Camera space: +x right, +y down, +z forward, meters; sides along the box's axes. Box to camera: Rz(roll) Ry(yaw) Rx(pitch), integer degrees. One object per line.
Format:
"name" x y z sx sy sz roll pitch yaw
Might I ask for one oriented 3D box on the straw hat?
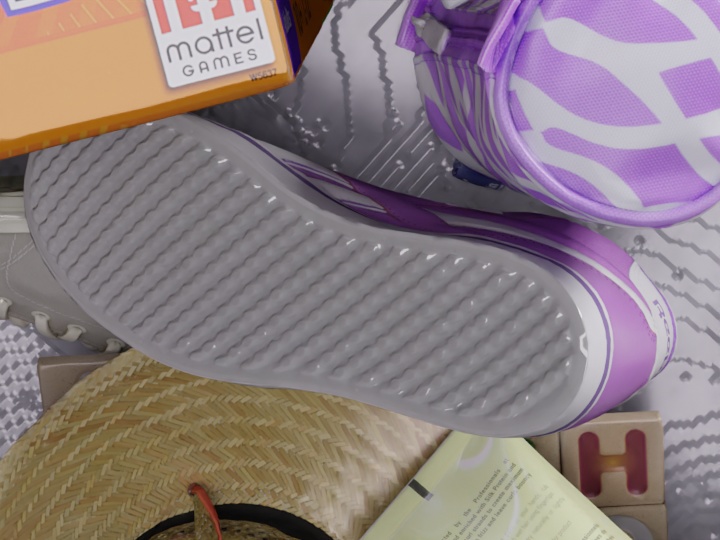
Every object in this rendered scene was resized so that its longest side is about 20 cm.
"straw hat" -0.048 0.118 0.923 0.200 0.085 0.202 6 73 -21

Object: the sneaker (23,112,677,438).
"sneaker" 0.000 0.001 0.891 0.200 0.114 0.073 23 105 23

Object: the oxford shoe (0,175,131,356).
"oxford shoe" -0.096 -0.002 0.945 0.199 0.075 0.058 3 98 -3

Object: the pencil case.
"pencil case" 0.063 -0.060 0.865 0.085 0.200 0.084 29 90 -9

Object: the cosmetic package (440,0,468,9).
"cosmetic package" 0.033 -0.144 0.844 0.090 0.200 0.107 -28 96 7

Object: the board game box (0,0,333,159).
"board game box" -0.132 -0.138 0.854 0.199 0.200 0.201 -14 100 5

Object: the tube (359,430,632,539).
"tube" 0.092 0.126 0.898 0.200 0.058 0.052 38 114 8

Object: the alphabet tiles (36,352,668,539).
"alphabet tiles" 0.002 0.096 0.967 0.199 0.008 0.168 -3 118 4
